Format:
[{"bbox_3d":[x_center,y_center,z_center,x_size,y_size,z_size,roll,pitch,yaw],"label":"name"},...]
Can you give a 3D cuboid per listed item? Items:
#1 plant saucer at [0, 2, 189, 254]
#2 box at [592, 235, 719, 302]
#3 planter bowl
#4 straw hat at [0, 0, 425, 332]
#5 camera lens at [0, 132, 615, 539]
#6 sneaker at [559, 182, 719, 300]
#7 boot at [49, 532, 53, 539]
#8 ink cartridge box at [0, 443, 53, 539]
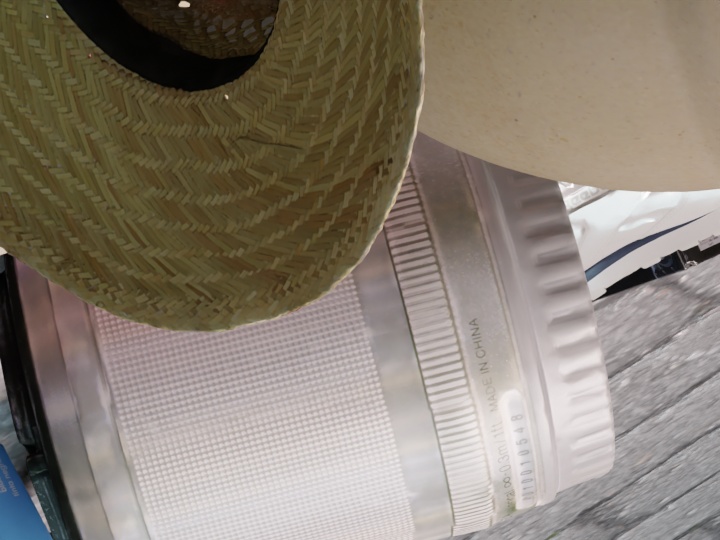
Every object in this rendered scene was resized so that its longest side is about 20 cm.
[{"bbox_3d":[-0.109,-0.060,0.727,0.200,0.051,0.201,-27,162,-9],"label":"plant saucer"},{"bbox_3d":[0.200,-0.045,1.162,0.200,0.044,0.160,-23,179,-19],"label":"box"},{"bbox_3d":[0.043,-0.112,0.640,0.135,0.200,0.200,-7,167,17],"label":"planter bowl"},{"bbox_3d":[-0.041,-0.094,0.549,0.085,0.201,0.201,-35,170,-44],"label":"straw hat"},{"bbox_3d":[-0.023,0.029,0.859,0.200,0.160,0.160,-14,160,-2],"label":"camera lens"},{"bbox_3d":[0.101,-0.046,0.956,0.200,0.076,0.080,-41,141,22],"label":"sneaker"},{"bbox_3d":[-0.049,0.098,1.110,0.200,0.064,0.186,-27,165,-21],"label":"boot"},{"bbox_3d":[-0.246,0.148,1.035,0.200,0.067,0.116,-12,155,-44],"label":"ink cartridge box"}]
